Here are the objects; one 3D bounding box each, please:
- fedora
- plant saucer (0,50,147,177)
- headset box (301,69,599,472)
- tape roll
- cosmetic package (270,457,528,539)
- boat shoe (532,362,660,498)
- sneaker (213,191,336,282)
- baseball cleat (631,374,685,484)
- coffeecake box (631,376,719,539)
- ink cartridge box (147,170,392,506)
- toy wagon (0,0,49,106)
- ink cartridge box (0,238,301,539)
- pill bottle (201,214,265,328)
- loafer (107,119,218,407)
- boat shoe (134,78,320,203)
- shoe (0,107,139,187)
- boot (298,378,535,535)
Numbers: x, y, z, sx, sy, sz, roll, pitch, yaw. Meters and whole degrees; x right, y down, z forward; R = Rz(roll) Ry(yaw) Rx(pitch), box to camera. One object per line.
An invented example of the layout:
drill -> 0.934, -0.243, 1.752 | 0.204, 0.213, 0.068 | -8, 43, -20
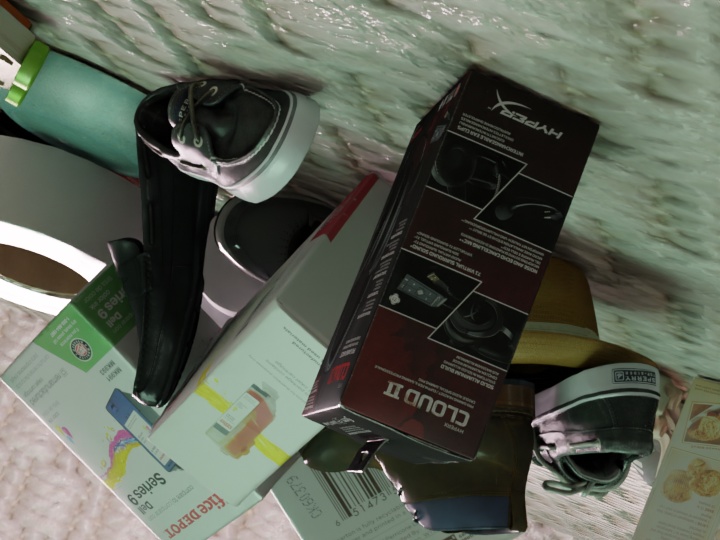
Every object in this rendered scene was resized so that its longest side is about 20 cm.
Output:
fedora -> 0.103, 0.039, 1.215 | 0.200, 0.082, 0.201 | -1, 165, 0
plant saucer -> -0.200, -0.109, 1.333 | 0.200, 0.039, 0.201 | 23, 170, 4
headset box -> 0.039, 0.014, 0.950 | 0.077, 0.201, 0.149 | 24, 171, -5
tape roll -> -0.250, -0.030, 1.441 | 0.202, 0.071, 0.203 | 14, 160, 5
cosmetic package -> 0.021, 0.152, 1.516 | 0.165, 0.164, 0.200 | 59, -173, -14
boat shoe -> 0.149, 0.115, 1.201 | 0.073, 0.068, 0.199 | 4, 164, -16
sneaker -> 0.000, 0.000, 1.308 | 0.199, 0.084, 0.121 | 19, 178, -23
baseball cleat -> 0.224, 0.116, 1.515 | 0.106, 0.070, 0.200 | 27, 163, 23
coffeecake box -> 0.287, 0.206, 1.410 | 0.073, 0.201, 0.153 | 13, 166, 46
ink cartridge box -> -0.039, 0.049, 1.215 | 0.083, 0.145, 0.200 | 40, 137, -6
toy wagon -> -0.286, -0.164, 1.215 | 0.155, 0.040, 0.200 | 29, 169, -11
ink cartridge box -> -0.150, 0.099, 1.357 | 0.200, 0.088, 0.145 | 45, 139, -6
pill bottle -> -0.080, 0.012, 1.488 | 0.113, 0.113, 0.200 | 22, 170, 9
loafer -> -0.140, -0.007, 1.255 | 0.070, 0.201, 0.068 | 8, -179, -5
boat shoe -> -0.089, -0.090, 1.116 | 0.066, 0.070, 0.200 | 26, 178, -24
shoe -> -0.237, -0.077, 1.498 | 0.200, 0.072, 0.091 | 31, 171, -21
boot -> 0.032, 0.136, 1.215 | 0.200, 0.097, 0.075 | -18, 157, 41
